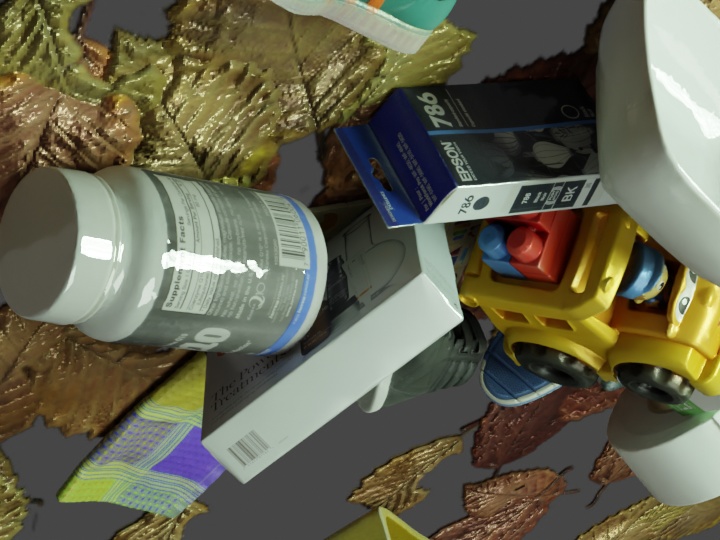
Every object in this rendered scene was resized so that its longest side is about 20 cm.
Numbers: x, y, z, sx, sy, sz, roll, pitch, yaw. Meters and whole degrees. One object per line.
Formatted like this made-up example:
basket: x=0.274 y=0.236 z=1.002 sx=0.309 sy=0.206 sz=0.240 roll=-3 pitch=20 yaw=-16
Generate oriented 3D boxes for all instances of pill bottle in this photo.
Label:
pill bottle: x=-0.129 y=-0.007 z=1.123 sx=0.199 sy=0.114 sz=0.114 roll=8 pitch=133 yaw=-42

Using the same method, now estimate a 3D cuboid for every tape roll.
tape roll: x=0.321 y=0.118 z=1.549 sx=0.202 sy=0.203 sz=0.071 roll=-37 pitch=103 yaw=14

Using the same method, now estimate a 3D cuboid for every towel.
towel: x=-0.139 y=0.135 z=1.395 sx=0.200 sy=0.023 sz=0.143 roll=-41 pitch=146 yaw=19

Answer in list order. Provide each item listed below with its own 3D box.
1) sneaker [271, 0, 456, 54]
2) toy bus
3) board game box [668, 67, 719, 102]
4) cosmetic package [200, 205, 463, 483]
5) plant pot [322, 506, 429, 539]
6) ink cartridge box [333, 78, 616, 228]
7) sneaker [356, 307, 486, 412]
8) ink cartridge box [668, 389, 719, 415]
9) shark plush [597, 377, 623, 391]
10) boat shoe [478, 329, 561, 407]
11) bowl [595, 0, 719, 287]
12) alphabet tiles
sneaker: x=-0.009 y=-0.192 z=1.004 sx=0.080 sy=0.072 sz=0.199 roll=-48 pitch=147 yaw=22
toy bus: x=0.172 y=-0.002 z=1.273 sx=0.192 sy=0.199 sz=0.137 roll=40 pitch=66 yaw=-48
board game box: x=0.284 y=-0.108 z=1.355 sx=0.134 sy=0.035 sz=0.200 roll=-28 pitch=147 yaw=-1
cosmetic package: x=-0.024 y=0.041 z=1.220 sx=0.199 sy=0.151 sz=0.052 roll=-38 pitch=111 yaw=15
plant pot: x=-0.005 y=0.379 z=1.686 sx=0.199 sy=0.196 sz=0.195 roll=-25 pitch=149 yaw=13
ink cartridge box: x=0.089 y=-0.084 z=1.189 sx=0.198 sy=0.100 sz=0.039 roll=-9 pitch=142 yaw=-29
sneaker: x=0.057 y=0.038 z=1.355 sx=0.098 sy=0.071 sz=0.201 roll=-15 pitch=152 yaw=-23
ink cartridge box: x=0.318 y=0.034 z=1.403 sx=0.147 sy=0.084 sz=0.200 roll=-52 pitch=-171 yaw=-17
shark plush: x=0.284 y=0.050 z=1.530 sx=0.198 sy=0.084 sz=0.091 roll=-9 pitch=143 yaw=-27
boat shoe: x=0.179 y=0.050 z=1.430 sx=0.199 sy=0.072 sz=0.073 roll=-39 pitch=159 yaw=-15
bowl: x=0.229 y=-0.086 z=1.187 sx=0.074 sy=0.201 sz=0.200 roll=-28 pitch=130 yaw=32
alphabet tiles: x=0.000 y=0.000 z=1.326 sx=0.198 sy=0.006 sz=0.167 roll=-10 pitch=144 yaw=-25
